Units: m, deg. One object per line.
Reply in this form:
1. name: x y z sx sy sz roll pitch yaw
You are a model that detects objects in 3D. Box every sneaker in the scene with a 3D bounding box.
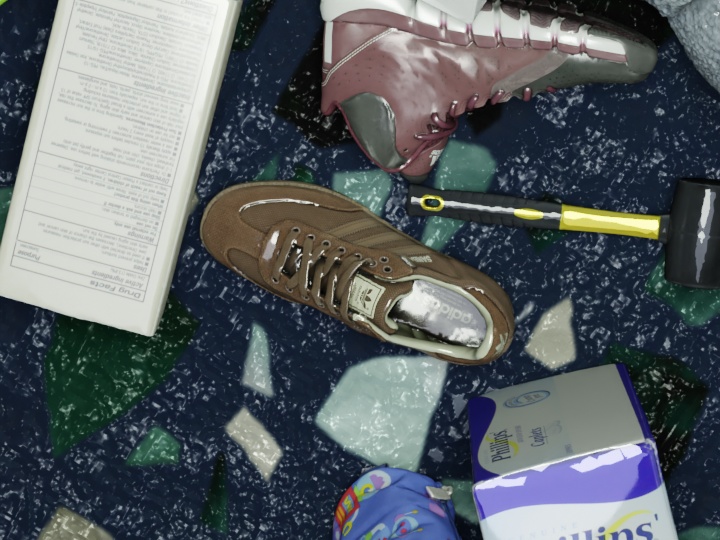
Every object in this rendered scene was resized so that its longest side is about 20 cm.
1. sneaker: 0.000 0.000 1.207 0.199 0.076 0.071 19 100 -3
2. sneaker: 0.069 -0.103 1.196 0.199 0.076 0.116 12 106 10

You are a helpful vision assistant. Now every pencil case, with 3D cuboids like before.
1. pencil case: 0.032 0.180 1.182 0.087 0.200 0.078 -45 106 6

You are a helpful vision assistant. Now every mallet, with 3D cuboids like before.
1. mallet: 0.127 -0.021 1.224 0.199 0.041 0.066 0 97 5

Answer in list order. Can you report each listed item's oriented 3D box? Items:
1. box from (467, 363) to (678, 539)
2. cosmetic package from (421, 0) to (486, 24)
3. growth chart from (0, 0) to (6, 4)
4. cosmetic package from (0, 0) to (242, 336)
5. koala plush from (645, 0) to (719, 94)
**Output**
1. box: 0.135 0.177 1.182 0.104 0.184 0.201 -15 100 4
2. cosmetic package: -0.010 -0.220 1.137 0.199 0.083 0.051 28 63 10
3. growth chart: -0.231 -0.244 1.170 0.144 0.018 0.201 -30 81 8
4. cosmetic package: -0.140 -0.076 1.190 0.103 0.087 0.201 16 99 -3
5. koala plush: 0.207 -0.169 1.135 0.183 0.177 0.201 -31 99 18
